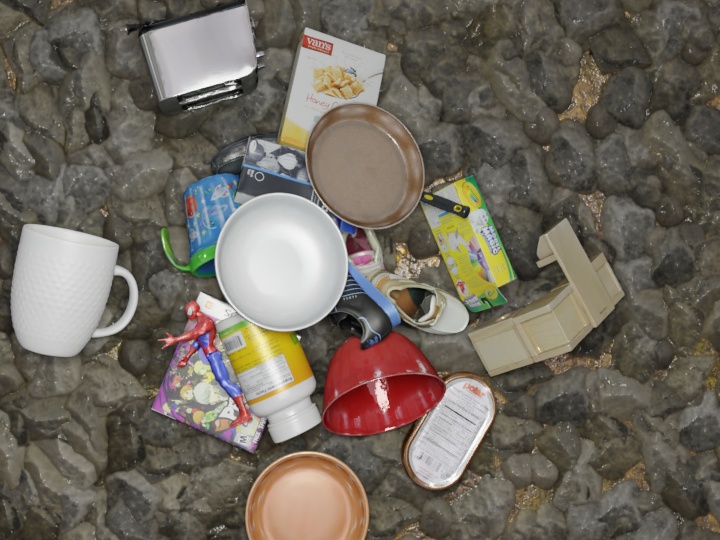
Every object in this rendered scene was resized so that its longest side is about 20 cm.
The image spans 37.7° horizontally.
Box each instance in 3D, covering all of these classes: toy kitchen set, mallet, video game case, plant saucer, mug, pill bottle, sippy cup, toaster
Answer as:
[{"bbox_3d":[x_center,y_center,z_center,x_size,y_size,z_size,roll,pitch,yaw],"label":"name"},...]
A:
[{"bbox_3d":[0.283,0.033,1.699,0.199,0.179,0.165,-34,96,-44],"label":"toy kitchen set"},{"bbox_3d":[0.085,-0.111,1.651,0.199,0.041,0.066,34,91,38],"label":"mallet"},{"bbox_3d":[-0.211,0.161,1.673,0.179,0.036,0.203,24,87,-3],"label":"video game case"},{"bbox_3d":[-0.085,0.387,1.676,0.196,0.037,0.205,0,89,-5],"label":"plant saucer"},{"bbox_3d":[-0.436,0.037,1.617,0.197,0.147,0.179,10,96,-34],"label":"mug"},{"bbox_3d":[-0.134,0.152,1.605,0.109,0.111,0.203,-23,90,-5],"label":"pill bottle"},{"bbox_3d":[0.004,-0.156,1.610,0.196,0.032,0.204,7,72,-21],"label":"plant saucer"},{"bbox_3d":[-0.215,-0.075,1.640,0.175,0.139,0.133,-11,78,-31],"label":"sippy cup"},{"bbox_3d":[-0.247,-0.324,1.613,0.196,0.181,0.121,-16,91,-6],"label":"toaster"}]

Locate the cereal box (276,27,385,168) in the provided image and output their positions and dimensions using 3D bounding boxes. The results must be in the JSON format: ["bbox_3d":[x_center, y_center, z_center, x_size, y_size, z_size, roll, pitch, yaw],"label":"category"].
[{"bbox_3d":[-0.045,-0.268,1.662,0.141,0.039,0.204,15,72,-15],"label":"cereal box"}]

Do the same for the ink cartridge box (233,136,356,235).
[{"bbox_3d":[-0.088,-0.129,1.611,0.196,0.039,0.101,14,66,-11],"label":"ink cartridge box"}]

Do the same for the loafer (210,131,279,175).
[{"bbox_3d":[-0.138,-0.179,1.670,0.197,0.068,0.072,-16,70,-8],"label":"loafer"}]

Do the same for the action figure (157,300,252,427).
[{"bbox_3d":[-0.245,0.151,1.618,0.097,0.065,0.203,-20,89,-16],"label":"action figure"}]

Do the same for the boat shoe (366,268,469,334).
[{"bbox_3d":[0.098,0.059,1.651,0.197,0.068,0.076,19,95,-31],"label":"boat shoe"}]

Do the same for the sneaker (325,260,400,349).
[{"bbox_3d":[-0.031,0.037,1.594,0.078,0.071,0.199,-37,57,-21],"label":"sneaker"}]

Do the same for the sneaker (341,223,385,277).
[{"bbox_3d":[0.000,0.000,1.668,0.080,0.088,0.204,-17,90,-5],"label":"sneaker"}]

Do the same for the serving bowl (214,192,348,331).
[{"bbox_3d":[-0.120,-0.008,1.549,0.196,0.066,0.204,3,80,-16],"label":"serving bowl"}]

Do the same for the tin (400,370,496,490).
[{"bbox_3d":[0.144,0.258,1.699,0.111,0.042,0.202,31,86,-7],"label":"tin"}]

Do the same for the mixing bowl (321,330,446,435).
[{"bbox_3d":[0.023,0.163,1.633,0.196,0.201,0.110,-15,59,-5],"label":"mixing bowl"}]

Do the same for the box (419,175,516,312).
[{"bbox_3d":[0.174,-0.038,1.667,0.048,0.117,0.203,-21,90,-27],"label":"box"}]
